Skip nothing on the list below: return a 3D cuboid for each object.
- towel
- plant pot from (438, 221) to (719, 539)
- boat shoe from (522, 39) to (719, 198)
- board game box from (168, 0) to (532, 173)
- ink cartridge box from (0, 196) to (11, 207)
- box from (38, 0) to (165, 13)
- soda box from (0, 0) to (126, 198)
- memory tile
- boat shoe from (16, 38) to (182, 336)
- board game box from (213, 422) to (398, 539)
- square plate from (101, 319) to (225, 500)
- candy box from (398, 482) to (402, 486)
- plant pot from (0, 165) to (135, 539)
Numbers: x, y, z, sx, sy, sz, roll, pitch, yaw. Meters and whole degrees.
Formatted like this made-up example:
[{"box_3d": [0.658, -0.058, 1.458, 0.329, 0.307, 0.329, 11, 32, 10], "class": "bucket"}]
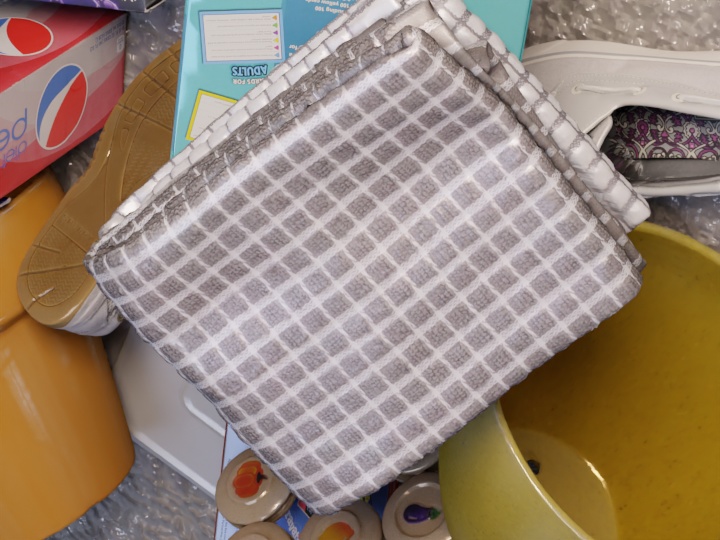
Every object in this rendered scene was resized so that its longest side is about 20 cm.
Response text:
[{"box_3d": [0.005, -0.008, 0.880, 0.200, 0.086, 0.166, -37, 105, 19], "class": "towel"}, {"box_3d": [0.117, 0.094, 1.023, 0.200, 0.200, 0.142, 44, 140, 3], "class": "plant pot"}, {"box_3d": [0.124, -0.065, 0.996, 0.199, 0.069, 0.072, 8, 122, 31], "class": "boat shoe"}, {"box_3d": [-0.006, -0.081, 0.924, 0.150, 0.047, 0.201, 9, 116, 0], "class": "board game box"}, {"box_3d": [-0.268, -0.036, 1.190, 0.037, 0.095, 0.200, 64, 163, -16], "class": "ink cartridge box"}, {"box_3d": [-0.161, -0.246, 1.072, 0.141, 0.079, 0.201, 8, 120, 26], "class": "box"}, {"box_3d": [-0.206, -0.084, 1.112, 0.063, 0.200, 0.070, 21, 127, 20], "class": "soda box"}, {"box_3d": [-0.012, 0.163, 1.080, 0.153, 0.201, 0.017, -17, 140, 19], "class": "memory tile"}, {"box_3d": [-0.107, -0.049, 1.132, 0.200, 0.069, 0.071, -51, 57, 7], "class": "boat shoe"}, {"box_3d": [-0.027, 0.096, 1.161, 0.103, 0.019, 0.201, 9, 97, 18], "class": "board game box"}, {"box_3d": [-0.073, 0.069, 1.232, 0.200, 0.028, 0.198, 35, 130, 11], "class": "square plate"}, {"box_3d": [0.112, 0.186, 1.162, 0.199, 0.055, 0.116, 9, 121, 29], "class": "candy box"}, {"box_3d": [-0.229, 0.063, 1.216, 0.200, 0.200, 0.184, -15, 109, 38], "class": "plant pot"}]
